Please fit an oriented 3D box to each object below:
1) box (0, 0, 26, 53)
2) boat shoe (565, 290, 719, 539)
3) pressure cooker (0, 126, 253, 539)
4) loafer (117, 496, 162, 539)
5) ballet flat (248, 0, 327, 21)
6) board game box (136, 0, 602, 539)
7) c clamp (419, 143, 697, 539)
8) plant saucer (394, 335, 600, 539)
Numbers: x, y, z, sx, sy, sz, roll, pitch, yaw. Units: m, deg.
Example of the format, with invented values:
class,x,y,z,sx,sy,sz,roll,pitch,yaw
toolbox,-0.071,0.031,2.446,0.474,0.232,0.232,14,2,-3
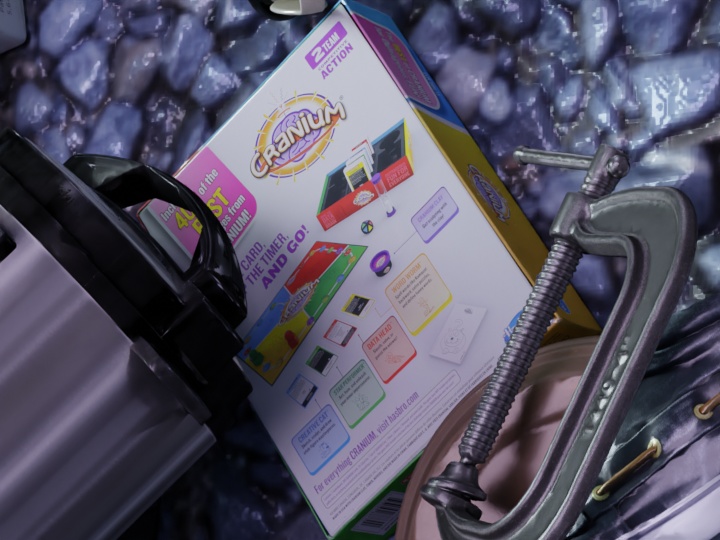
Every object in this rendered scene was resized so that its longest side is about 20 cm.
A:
class,x,y,z,sx,sy,sz,roll,pitch,yaw
box,-0.297,-0.189,1.564,0.198,0.130,0.201,-20,71,31
boat shoe,0.106,0.088,1.209,0.200,0.071,0.091,-34,63,18
pressure cooker,-0.145,0.035,1.329,0.200,0.179,0.176,-43,80,-6
loafer,-0.142,0.071,1.454,0.072,0.072,0.201,145,118,-70
ballet flat,-0.019,-0.154,1.351,0.068,0.200,0.069,-10,85,-11
board game box,0.000,0.000,1.370,0.153,0.040,0.200,-44,59,21
c clamp,0.077,0.036,1.223,0.171,0.027,0.201,-5,59,63
plant saucer,0.101,0.127,1.256,0.199,0.029,0.201,-1,87,24
